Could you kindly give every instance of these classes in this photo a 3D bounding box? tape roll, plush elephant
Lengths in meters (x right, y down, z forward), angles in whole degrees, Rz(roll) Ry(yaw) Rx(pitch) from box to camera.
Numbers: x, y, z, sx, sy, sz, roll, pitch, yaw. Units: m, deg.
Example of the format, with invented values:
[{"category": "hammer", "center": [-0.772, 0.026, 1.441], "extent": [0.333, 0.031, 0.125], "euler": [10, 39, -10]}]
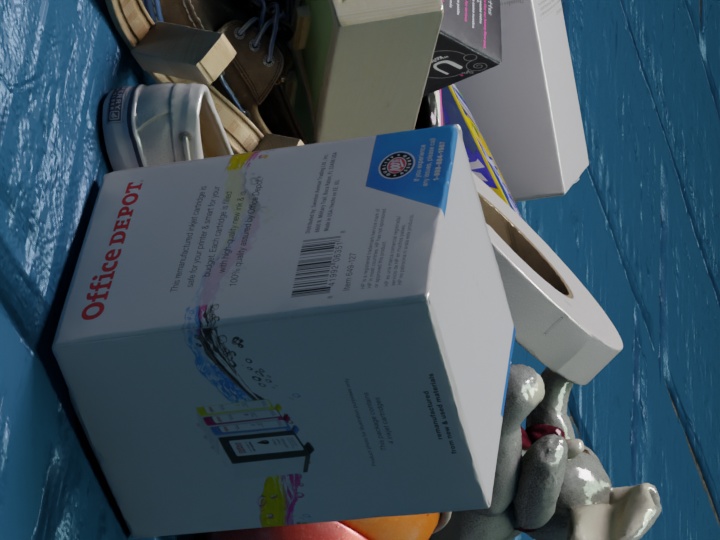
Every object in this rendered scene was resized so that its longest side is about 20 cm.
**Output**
[{"category": "tape roll", "center": [0.089, -0.008, 1.703], "extent": [0.203, 0.037, 0.203], "euler": [44, 10, -10]}, {"category": "plush elephant", "center": [0.102, 0.127, 1.701], "extent": [0.154, 0.164, 0.201], "euler": [-16, 102, -41]}]

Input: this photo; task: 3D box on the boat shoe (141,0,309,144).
[{"category": "boat shoe", "center": [-0.074, -0.127, 1.537], "extent": [0.072, 0.072, 0.201], "euler": [-78, 155, -49]}]

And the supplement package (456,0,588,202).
[{"category": "supplement package", "center": [0.095, -0.157, 2.034], "extent": [0.121, 0.119, 0.201], "euler": [-43, 123, -72]}]

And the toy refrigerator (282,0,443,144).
[{"category": "toy refrigerator", "center": [-0.005, -0.126, 1.563], "extent": [0.200, 0.070, 0.076], "euler": [103, -26, -63]}]

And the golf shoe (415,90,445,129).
[{"category": "golf shoe", "center": [0.021, -0.159, 1.807], "extent": [0.092, 0.072, 0.201], "euler": [134, -59, -80]}]

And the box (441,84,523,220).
[{"category": "box", "center": [0.070, -0.049, 1.878], "extent": [0.201, 0.070, 0.064], "euler": [66, 7, 30]}]

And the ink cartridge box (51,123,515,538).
[{"category": "ink cartridge box", "center": [-0.036, 0.034, 1.372], "extent": [0.148, 0.199, 0.145], "euler": [-78, 156, -50]}]

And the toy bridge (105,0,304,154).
[{"category": "toy bridge", "center": [-0.098, -0.121, 1.456], "extent": [0.027, 0.067, 0.200], "euler": [-51, 129, -21]}]

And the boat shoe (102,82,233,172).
[{"category": "boat shoe", "center": [-0.078, -0.027, 1.483], "extent": [0.071, 0.069, 0.201], "euler": [-79, 155, -47]}]

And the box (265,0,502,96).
[{"category": "box", "center": [0.008, -0.218, 1.710], "extent": [0.114, 0.132, 0.201], "euler": [24, 57, -42]}]

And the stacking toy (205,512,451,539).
[{"category": "stacking toy", "center": [-0.044, 0.180, 1.465], "extent": [0.201, 0.145, 0.146], "euler": [-67, 150, -28]}]
